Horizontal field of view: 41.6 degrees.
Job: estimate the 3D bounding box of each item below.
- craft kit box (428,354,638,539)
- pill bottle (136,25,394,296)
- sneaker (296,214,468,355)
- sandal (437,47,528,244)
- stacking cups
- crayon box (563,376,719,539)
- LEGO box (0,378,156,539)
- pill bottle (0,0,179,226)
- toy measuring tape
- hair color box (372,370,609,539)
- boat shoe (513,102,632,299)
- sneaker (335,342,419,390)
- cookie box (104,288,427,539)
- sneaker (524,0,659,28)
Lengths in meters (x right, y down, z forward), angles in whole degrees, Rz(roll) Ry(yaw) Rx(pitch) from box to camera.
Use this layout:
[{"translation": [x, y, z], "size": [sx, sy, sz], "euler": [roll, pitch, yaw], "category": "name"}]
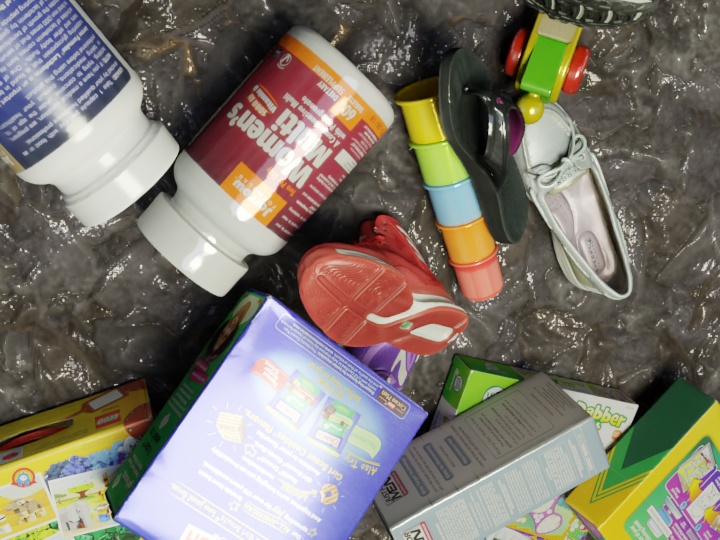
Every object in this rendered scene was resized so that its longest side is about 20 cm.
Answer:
[{"translation": [0.156, 0.198, 0.949], "size": [0.199, 0.049, 0.199], "euler": [13, 101, -21], "category": "craft kit box"}, {"translation": [-0.076, -0.083, 0.743], "size": [0.109, 0.110, 0.200], "euler": [41, 92, -25], "category": "pill bottle"}, {"translation": [0.000, 0.000, 0.782], "size": [0.078, 0.116, 0.200], "euler": [-42, 143, 13], "category": "sneaker"}, {"translation": [0.115, -0.104, 0.782], "size": [0.201, 0.048, 0.076], "euler": [58, 45, -42], "category": "sandal"}, {"translation": [0.081, -0.067, 0.834], "size": [0.060, 0.061, 0.201], "euler": [-22, 118, -10], "category": "stacking cups"}, {"translation": [0.322, 0.236, 0.980], "size": [0.173, 0.058, 0.200], "euler": [-44, 126, -6], "category": "crayon box"}, {"translation": [-0.253, 0.201, 0.798], "size": [0.199, 0.077, 0.150], "euler": [-19, 113, -11], "category": "LEGO box"}, {"translation": [-0.228, -0.135, 0.673], "size": [0.116, 0.116, 0.200], "euler": [-40, 114, -2], "category": "pill bottle"}, {"translation": [0.172, -0.213, 0.814], "size": [0.073, 0.073, 0.201], "euler": [26, 78, -24], "category": "toy measuring tape"}, {"translation": [0.108, 0.178, 0.850], "size": [0.199, 0.099, 0.061], "euler": [-27, 114, -7], "category": "hair color box"}, {"translation": [0.194, -0.065, 0.859], "size": [0.074, 0.065, 0.203], "euler": [-28, 111, -8], "category": "boat shoe"}, {"translation": [-0.003, 0.130, 0.852], "size": [0.080, 0.083, 0.201], "euler": [30, 96, -24], "category": "sneaker"}, {"translation": [-0.074, 0.145, 0.754], "size": [0.171, 0.075, 0.200], "euler": [38, 80, -17], "category": "cookie box"}, {"translation": [0.142, -0.250, 0.745], "size": [0.199, 0.074, 0.080], "euler": [24, 90, 8], "category": "sneaker"}]
